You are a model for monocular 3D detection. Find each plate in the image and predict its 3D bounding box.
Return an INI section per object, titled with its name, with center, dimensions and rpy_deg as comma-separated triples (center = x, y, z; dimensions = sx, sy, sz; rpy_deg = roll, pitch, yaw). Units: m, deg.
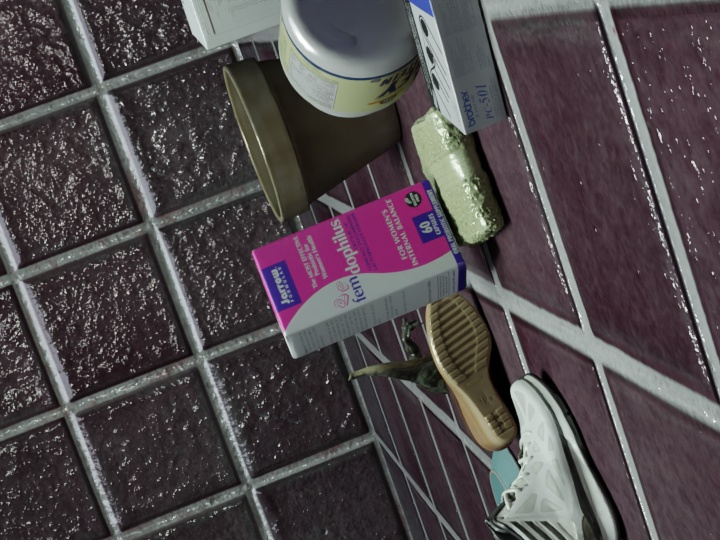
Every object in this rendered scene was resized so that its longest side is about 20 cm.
[plate]
center = 0.199, 0.311, 2.033
dimensions = 0.200, 0.025, 0.201
rpy_deg = 160, 90, -83

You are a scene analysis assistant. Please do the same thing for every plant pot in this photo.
[plant pot]
center = -0.052, -0.179, 1.945
dimensions = 0.200, 0.173, 0.201
rpy_deg = 160, 90, -82

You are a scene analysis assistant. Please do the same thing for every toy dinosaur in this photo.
[toy dinosaur]
center = 0.080, 0.108, 1.991
dimensions = 0.047, 0.199, 0.089
rpy_deg = 12, 89, 56

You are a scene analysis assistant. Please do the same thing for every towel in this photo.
[towel]
center = 0.094, -0.093, 1.631
dimensions = 0.200, 0.036, 0.149
rpy_deg = 159, 89, -83

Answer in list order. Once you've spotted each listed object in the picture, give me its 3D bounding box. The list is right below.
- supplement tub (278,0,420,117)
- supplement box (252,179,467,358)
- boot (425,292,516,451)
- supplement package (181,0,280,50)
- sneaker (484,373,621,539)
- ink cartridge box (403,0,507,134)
[supplement tub]
center = -0.006, -0.231, 1.549
dimensions = 0.200, 0.144, 0.146
rpy_deg = 110, 139, -80
[supplement box]
center = 0.000, 0.000, 1.675
dimensions = 0.103, 0.199, 0.102
rpy_deg = 76, 171, -74
[boot]
center = 0.118, 0.120, 1.907
dimensions = 0.166, 0.072, 0.201
rpy_deg = 154, 92, -81
[supplement package]
center = -0.099, -0.331, 1.756
dimensions = 0.110, 0.199, 0.114
rpy_deg = -129, 21, -67
[sneaker]
center = 0.165, 0.198, 1.591
dimensions = 0.076, 0.115, 0.201
rpy_deg = 79, 168, -56
[ink cartridge box]
center = 0.069, -0.226, 1.393
dimensions = 0.094, 0.044, 0.201
rpy_deg = -128, 19, -63
